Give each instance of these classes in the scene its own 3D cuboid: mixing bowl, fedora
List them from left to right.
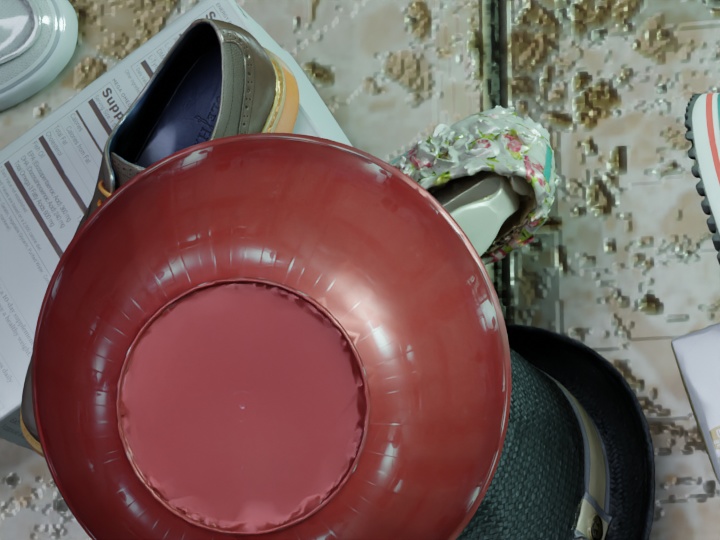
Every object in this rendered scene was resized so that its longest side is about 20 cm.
[{"bbox_3d":[-0.041,0.048,1.003,0.199,0.108,0.202,0,93,5],"label":"mixing bowl"},{"bbox_3d":[0.029,0.096,1.116,0.199,0.092,0.202,-15,52,20],"label":"fedora"}]

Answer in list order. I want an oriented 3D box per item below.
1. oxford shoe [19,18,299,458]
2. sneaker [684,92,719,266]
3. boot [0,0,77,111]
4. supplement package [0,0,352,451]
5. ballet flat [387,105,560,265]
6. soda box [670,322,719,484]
[{"bbox_3d":[-0.099,-0.016,1.094,0.071,0.073,0.201,21,82,25],"label":"oxford shoe"},{"bbox_3d":[0.202,0.005,1.058,0.093,0.070,0.201,-21,70,17],"label":"sneaker"},{"bbox_3d":[-0.246,-0.116,1.269,0.199,0.096,0.074,-7,77,15],"label":"boot"},{"bbox_3d":[-0.099,-0.017,1.196,0.200,0.114,0.110,-36,70,7],"label":"supplement package"},{"bbox_3d":[0.000,0.000,1.113,0.200,0.064,0.076,-37,114,6],"label":"ballet flat"},{"bbox_3d":[0.240,0.032,1.113,0.199,0.064,0.069,-21,74,12],"label":"soda box"}]
